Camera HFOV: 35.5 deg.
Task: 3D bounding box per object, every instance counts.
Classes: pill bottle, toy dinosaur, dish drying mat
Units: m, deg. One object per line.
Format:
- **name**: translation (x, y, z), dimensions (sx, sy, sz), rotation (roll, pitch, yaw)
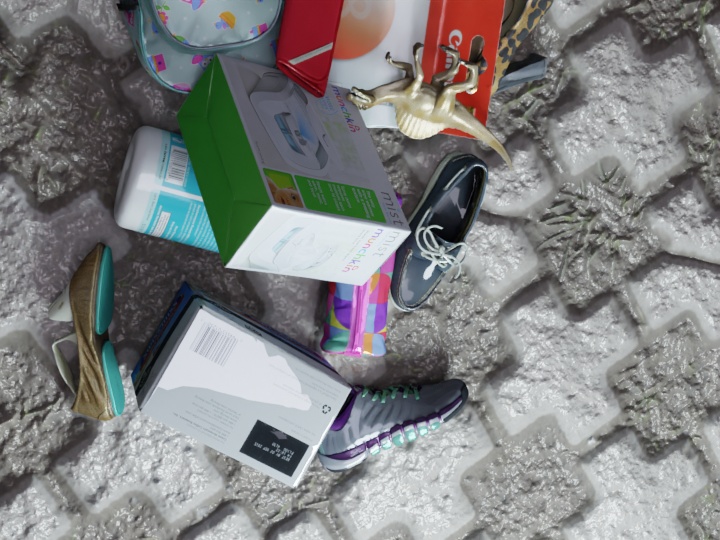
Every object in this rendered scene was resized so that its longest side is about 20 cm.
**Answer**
- **pill bottle**: translation (-0.157, -0.077, 1.209), dimensions (0.198, 0.111, 0.112), rotation (15, 98, -18)
- **toy dinosaur**: translation (0.084, -0.182, 1.194), dimensions (0.198, 0.058, 0.102), rotation (18, 112, -13)
- **dish drying mat**: translation (-0.043, -0.283, 1.152), dimensions (0.077, 0.018, 0.202), rotation (29, 64, -42)

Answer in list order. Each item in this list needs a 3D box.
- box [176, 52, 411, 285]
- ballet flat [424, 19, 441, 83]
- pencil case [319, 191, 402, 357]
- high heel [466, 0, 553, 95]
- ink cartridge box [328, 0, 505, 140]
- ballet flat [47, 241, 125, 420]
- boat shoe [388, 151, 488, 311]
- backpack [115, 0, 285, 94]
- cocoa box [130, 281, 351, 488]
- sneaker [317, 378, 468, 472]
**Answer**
- **box**: translation (-0.069, -0.096, 1.124), dimensions (0.175, 0.201, 0.097), rotation (8, 137, -38)
- **ballet flat**: translation (0.073, -0.289, 1.258), dimensions (0.075, 0.068, 0.202), rotation (14, 99, 2)
- **pencil case**: translation (0.000, 0.000, 1.286), dimensions (0.087, 0.088, 0.202), rotation (1, 103, -16)
- **high heel**: translation (0.146, -0.293, 1.254), dimensions (0.142, 0.071, 0.202), rotation (-21, 116, -30)
- **ink cartridge box**: translation (0.045, -0.232, 1.216), dimensions (0.198, 0.050, 0.164), rotation (12, 101, 19)
- **ballet flat**: translation (-0.303, 0.069, 1.232), dimensions (0.072, 0.068, 0.202), rotation (0, 107, 4)
- **boat shoe**: translation (0.094, -0.041, 1.314), dimensions (0.074, 0.062, 0.201), rotation (27, 94, -21)
- **backpack**: translation (-0.158, -0.278, 1.146), dimensions (0.174, 0.153, 0.202), rotation (-15, 112, -18)
- **cocoa box**: translation (-0.136, 0.124, 1.248), dimensions (0.199, 0.131, 0.134), rotation (30, 92, -20)
- **sneaker**: translation (0.031, 0.161, 1.337), dimensions (0.199, 0.074, 0.088), rotation (-26, 103, -8)
